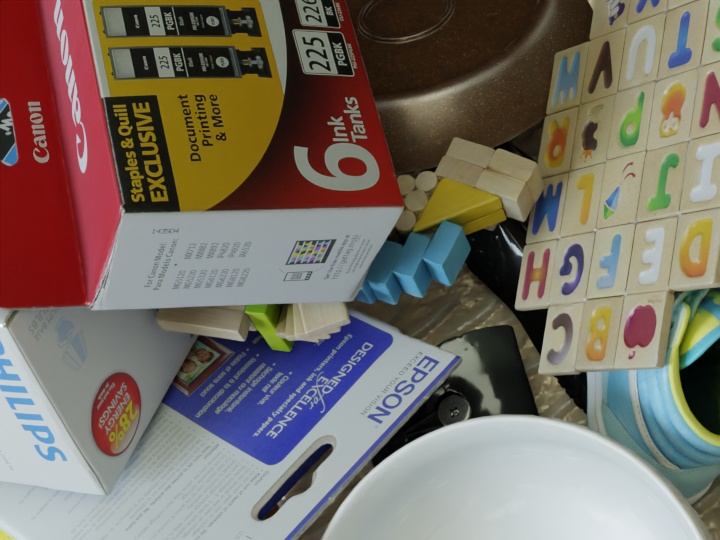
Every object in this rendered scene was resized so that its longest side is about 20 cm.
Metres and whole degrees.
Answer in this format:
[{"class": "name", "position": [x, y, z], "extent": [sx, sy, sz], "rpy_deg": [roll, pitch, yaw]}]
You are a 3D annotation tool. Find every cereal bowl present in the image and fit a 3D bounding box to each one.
[{"class": "cereal bowl", "position": [0.077, 0.168, 0.789], "extent": [0.199, 0.083, 0.202], "rpy_deg": [-5, 76, 22]}]

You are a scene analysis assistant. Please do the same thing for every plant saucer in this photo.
[{"class": "plant saucer", "position": [0.027, -0.128, 0.941], "extent": [0.199, 0.035, 0.201], "rpy_deg": [-10, 40, 9]}]

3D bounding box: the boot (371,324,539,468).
[{"class": "boot", "position": [0.100, 0.119, 0.878], "extent": [0.164, 0.066, 0.201], "rpy_deg": [-22, 64, 4]}]

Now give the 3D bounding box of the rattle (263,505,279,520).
[{"class": "rattle", "position": [-0.103, 0.223, 0.889], "extent": [0.201, 0.130, 0.143], "rpy_deg": [-55, 54, 21]}]

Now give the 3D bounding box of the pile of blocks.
[{"class": "pile of blocks", "position": [0.000, 0.000, 0.867], "extent": [0.199, 0.062, 0.083], "rpy_deg": [-16, 61, 9]}]

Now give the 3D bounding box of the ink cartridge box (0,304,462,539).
[{"class": "ink cartridge box", "position": [-0.075, 0.089, 0.878], "extent": [0.199, 0.047, 0.198], "rpy_deg": [25, 61, 40]}]

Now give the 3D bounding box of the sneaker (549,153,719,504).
[{"class": "sneaker", "position": [0.150, 0.003, 0.812], "extent": [0.079, 0.131, 0.202], "rpy_deg": [-4, 72, -16]}]

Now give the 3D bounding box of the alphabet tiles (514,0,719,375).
[{"class": "alphabet tiles", "position": [0.124, -0.052, 0.803], "extent": [0.006, 0.166, 0.202], "rpy_deg": [14, 80, -24]}]

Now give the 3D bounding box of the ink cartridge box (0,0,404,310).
[{"class": "ink cartridge box", "position": [-0.093, -0.087, 0.809], "extent": [0.174, 0.084, 0.201], "rpy_deg": [-3, 59, -22]}]

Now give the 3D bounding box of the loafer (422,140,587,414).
[{"class": "loafer", "position": [0.101, -0.015, 0.923], "extent": [0.071, 0.073, 0.201], "rpy_deg": [-28, 74, -18]}]

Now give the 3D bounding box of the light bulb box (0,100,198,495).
[{"class": "light bulb box", "position": [-0.191, -0.006, 0.903], "extent": [0.199, 0.125, 0.199], "rpy_deg": [4, 46, 27]}]
